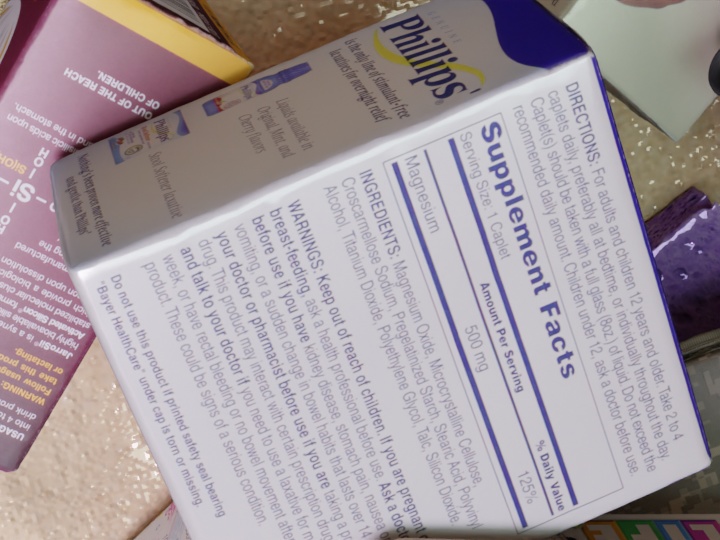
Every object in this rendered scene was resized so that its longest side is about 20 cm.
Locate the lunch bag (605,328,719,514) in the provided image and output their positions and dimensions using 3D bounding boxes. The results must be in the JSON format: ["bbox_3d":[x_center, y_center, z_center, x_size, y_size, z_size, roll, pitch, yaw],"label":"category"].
[{"bbox_3d":[0.180,0.105,0.878,0.199,0.139,0.169,-20,103,4],"label":"lunch bag"}]

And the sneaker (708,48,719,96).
[{"bbox_3d":[0.181,-0.084,0.781,0.082,0.072,0.201,-12,141,-6],"label":"sneaker"}]

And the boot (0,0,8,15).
[{"bbox_3d":[-0.200,-0.093,0.714,0.200,0.156,0.073,-44,116,4],"label":"boot"}]

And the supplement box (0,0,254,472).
[{"bbox_3d":[-0.138,-0.034,0.781,0.085,0.110,0.201,27,102,-23],"label":"supplement box"}]

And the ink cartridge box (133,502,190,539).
[{"bbox_3d":[-0.038,0.188,0.865,0.144,0.146,0.200,38,107,-25],"label":"ink cartridge box"}]

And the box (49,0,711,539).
[{"bbox_3d":[0.008,0.017,0.718,0.199,0.105,0.185,-22,117,-3],"label":"box"}]

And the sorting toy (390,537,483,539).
[{"bbox_3d":[0.080,0.190,0.743,0.199,0.037,0.186,1,117,-18],"label":"sorting toy"}]

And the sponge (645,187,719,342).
[{"bbox_3d":[0.120,0.062,0.939,0.200,0.030,0.112,-38,116,1],"label":"sponge"}]

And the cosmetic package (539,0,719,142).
[{"bbox_3d":[0.156,-0.169,0.816,0.087,0.103,0.200,36,97,-25],"label":"cosmetic package"}]

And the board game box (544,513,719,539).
[{"bbox_3d":[0.102,0.195,0.795,0.134,0.034,0.201,2,117,-17],"label":"board game box"}]
